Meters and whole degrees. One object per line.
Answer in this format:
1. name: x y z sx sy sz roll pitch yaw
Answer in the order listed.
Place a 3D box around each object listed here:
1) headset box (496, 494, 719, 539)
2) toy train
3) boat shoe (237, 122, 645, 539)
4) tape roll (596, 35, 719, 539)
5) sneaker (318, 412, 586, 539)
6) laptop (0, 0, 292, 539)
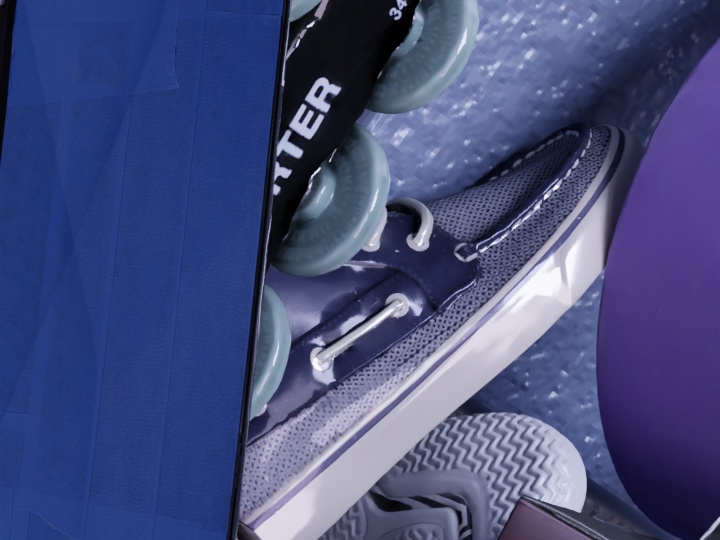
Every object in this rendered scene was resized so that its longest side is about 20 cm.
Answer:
1. headset box: 0.065 0.159 0.858 0.201 0.075 0.149 -62 154 1
2. toy train: -0.049 -0.044 0.816 0.085 0.114 0.200 29 92 -45
3. boat shoe: 0.000 0.000 0.899 0.200 0.075 0.093 -44 106 -17
4. tape roll: 0.171 0.008 0.937 0.200 0.085 0.201 -22 121 -42
5. sneaker: 0.024 0.128 0.936 0.115 0.075 0.200 25 121 -36
6. laptop: -0.126 -0.009 0.720 0.199 0.116 0.188 6 88 -5
